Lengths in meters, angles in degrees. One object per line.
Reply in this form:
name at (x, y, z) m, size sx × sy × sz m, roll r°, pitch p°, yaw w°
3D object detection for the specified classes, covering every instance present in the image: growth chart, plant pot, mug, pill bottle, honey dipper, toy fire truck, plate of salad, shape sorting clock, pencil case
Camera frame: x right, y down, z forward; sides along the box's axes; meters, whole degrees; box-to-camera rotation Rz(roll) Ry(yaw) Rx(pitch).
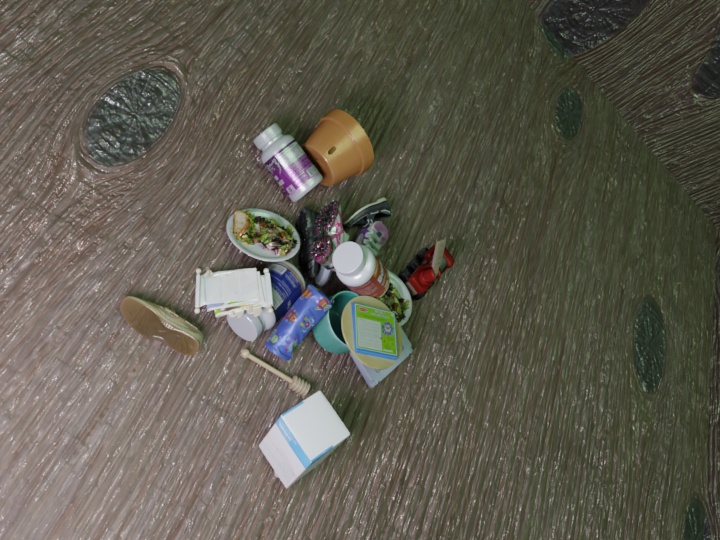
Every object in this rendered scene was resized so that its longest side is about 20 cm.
growth chart at (-0.303, 0.052, 1.543) m, size 0.195 × 0.018 × 0.147 m, roll -2°, pitch 55°, yaw 0°
plant pot at (-0.078, -0.339, 1.867) m, size 0.140 × 0.199 × 0.201 m, roll -41°, pitch 100°, yaw -22°
mug at (-0.046, 0.156, 1.733) m, size 0.186 × 0.114 × 0.152 m, roll 53°, pitch 49°, yaw -10°
pill bottle at (-0.203, -0.300, 1.789) m, size 0.201 × 0.112 × 0.112 m, roll 52°, pitch 50°, yaw -9°
pill bottle at (-0.235, 0.075, 1.615) m, size 0.116 × 0.115 × 0.200 m, roll 50°, pitch 51°, yaw -11°
honey dipper at (-0.213, 0.250, 1.617) m, size 0.199 × 0.038 × 0.038 m, roll 37°, pitch 54°, yaw -20°
toy fire truck at (0.225, -0.027, 1.963) m, size 0.129 × 0.199 × 0.176 m, roll 52°, pitch 50°, yaw -9°
plate of salad at (-0.247, -0.101, 1.676) m, size 0.196 × 0.048 × 0.202 m, roll 16°, pitch 39°, yaw -13°
shape sorting clock at (0.030, 0.161, 1.689) m, size 0.197 × 0.039 × 0.204 m, roll 18°, pitch 59°, yaw -32°
pencil case at (-0.153, 0.132, 1.626) m, size 0.201 × 0.078 × 0.087 m, roll -52°, pitch 139°, yaw -4°
plate of salad at (0.066, 0.071, 1.867) m, size 0.197 × 0.048 × 0.203 m, roll 15°, pitch 52°, yaw -20°
pill bottle at (0.000, 0.000, 1.713) m, size 0.200 × 0.110 × 0.114 m, roll 45°, pitch 40°, yaw -62°

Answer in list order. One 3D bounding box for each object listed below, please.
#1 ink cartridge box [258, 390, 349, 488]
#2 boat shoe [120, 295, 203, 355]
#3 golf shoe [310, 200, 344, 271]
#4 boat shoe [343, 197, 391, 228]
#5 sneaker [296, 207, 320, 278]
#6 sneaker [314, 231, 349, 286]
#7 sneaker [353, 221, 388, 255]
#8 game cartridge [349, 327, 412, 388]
ink cartridge box at (-0.140, 0.402, 1.522) m, size 0.128 × 0.201 × 0.126 m, roll -25°, pitch 71°, yaw -41°
boat shoe at (-0.449, 0.119, 1.468) m, size 0.199 × 0.072 × 0.065 m, roll 36°, pitch 19°, yaw -12°
golf shoe at (-0.079, -0.093, 1.757) m, size 0.092 × 0.072 × 0.203 m, roll 39°, pitch 50°, yaw -43°
boat shoe at (0.027, -0.161, 1.945) m, size 0.199 × 0.072 × 0.063 m, roll -32°, pitch 90°, yaw -46°
sneaker at (-0.125, -0.077, 1.789) m, size 0.078 × 0.075 × 0.204 m, roll 10°, pitch 67°, yaw -37°
sneaker at (-0.071, -0.038, 1.816) m, size 0.070 × 0.073 × 0.203 m, roll 29°, pitch 56°, yaw -21°
sneaker at (0.001, -0.052, 1.878) m, size 0.081 × 0.088 × 0.202 m, roll 45°, pitch 64°, yaw -30°
game cartridge at (0.058, 0.224, 1.842) m, size 0.199 × 0.040 × 0.135 m, roll -34°, pitch 98°, yaw -42°
